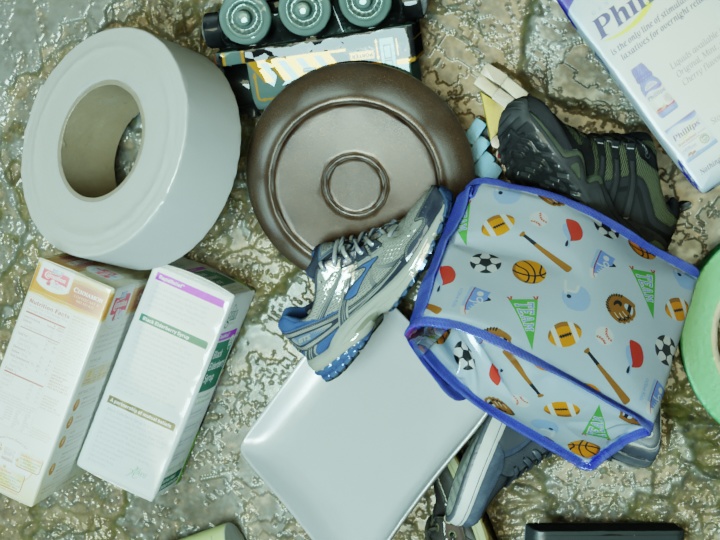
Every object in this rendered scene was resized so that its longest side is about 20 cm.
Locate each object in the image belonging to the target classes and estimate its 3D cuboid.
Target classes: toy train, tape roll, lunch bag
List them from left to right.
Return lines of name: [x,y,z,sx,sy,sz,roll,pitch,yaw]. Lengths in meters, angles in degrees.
tape roll: [-0.200,-0.104,1.305,0.202,0.071,0.203,-8,76,36]
toy train: [-0.037,-0.195,1.316,0.200,0.085,0.114,-7,103,10]
lunch bag: [0.144,0.035,1.213,0.200,0.124,0.170,30,54,-9]
tape roll: [0.370,0.054,1.283,0.200,0.048,0.201,1,94,8]

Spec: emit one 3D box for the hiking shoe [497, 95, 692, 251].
hiking shoe: [0.194,-0.086,1.266,0.200,0.076,0.101,45,64,-25]

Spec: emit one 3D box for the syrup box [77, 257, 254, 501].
syrup box: [-0.172,0.094,1.356,0.081,0.079,0.200,24,97,7]

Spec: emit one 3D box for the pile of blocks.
pile of blocks: [0.125,-0.079,1.305,0.082,0.062,0.200,-17,91,10]

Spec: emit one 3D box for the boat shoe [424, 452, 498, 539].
boat shoe: [0.086,0.237,1.329,0.065,0.073,0.200,-21,91,5]

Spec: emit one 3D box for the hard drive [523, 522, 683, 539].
hard drive: [0.204,0.319,1.313,0.139,0.033,0.200,2,94,-14]

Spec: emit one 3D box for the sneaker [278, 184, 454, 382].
sneaker: [0.000,0.000,1.267,0.085,0.077,0.200,38,109,0]

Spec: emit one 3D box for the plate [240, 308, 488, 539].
plate: [0.005,0.137,1.314,0.200,0.032,0.200,-55,48,9]

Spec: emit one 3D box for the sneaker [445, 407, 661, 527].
sneaker: [0.169,0.152,1.276,0.146,0.077,0.202,30,66,3]

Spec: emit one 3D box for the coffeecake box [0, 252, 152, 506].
coffeecake box: [-0.258,0.087,1.332,0.073,0.154,0.200,23,97,6]

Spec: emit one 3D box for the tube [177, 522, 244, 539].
tube: [-0.199,0.287,1.394,0.200,0.052,0.058,-24,49,13]

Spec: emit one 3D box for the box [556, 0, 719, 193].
box: [0.254,-0.171,1.217,0.105,0.184,0.200,-36,88,11]

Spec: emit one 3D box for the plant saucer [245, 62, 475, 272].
plant saucer: [-0.003,-0.076,1.297,0.200,0.032,0.200,3,109,7]
